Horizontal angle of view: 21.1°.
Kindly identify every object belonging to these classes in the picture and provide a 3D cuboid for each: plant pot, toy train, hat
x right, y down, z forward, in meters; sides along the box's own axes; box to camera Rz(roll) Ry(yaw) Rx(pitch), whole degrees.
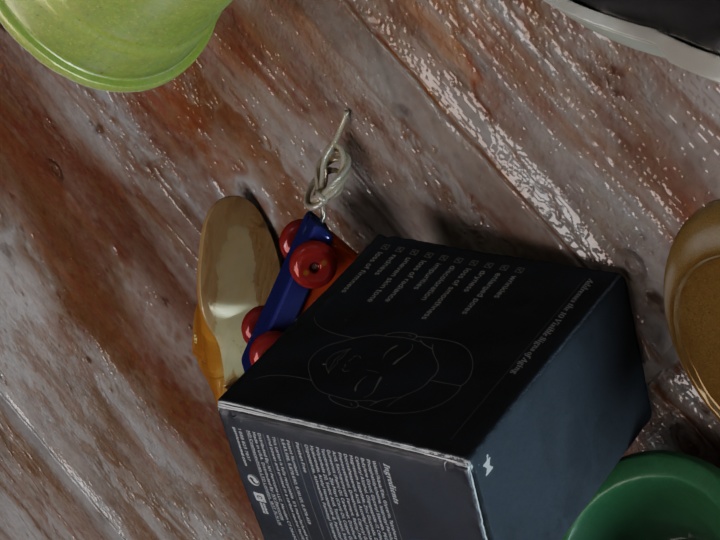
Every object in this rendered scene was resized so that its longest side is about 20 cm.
[{"bbox_3d":[-0.123,-0.239,1.230,0.184,0.200,0.201,-23,101,48],"label":"plant pot"},{"bbox_3d":[0.000,0.000,1.382,0.115,0.201,0.085,22,-170,-14],"label":"toy train"},{"bbox_3d":[0.252,0.050,1.130,0.200,0.027,0.201,35,145,29],"label":"plant pot"},{"bbox_3d":[0.229,0.218,1.285,0.199,0.167,0.175,-5,161,45],"label":"hat"}]

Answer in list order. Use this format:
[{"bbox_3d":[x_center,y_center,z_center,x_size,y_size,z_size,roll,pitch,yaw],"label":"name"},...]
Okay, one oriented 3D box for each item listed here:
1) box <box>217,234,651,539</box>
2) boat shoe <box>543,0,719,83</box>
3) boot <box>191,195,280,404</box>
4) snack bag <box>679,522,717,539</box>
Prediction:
[{"bbox_3d":[0.052,0.089,1.245,0.195,0.200,0.125,8,129,37],"label":"box"},{"bbox_3d":[0.164,-0.143,1.024,0.200,0.073,0.061,36,107,57],"label":"boat shoe"},{"bbox_3d":[-0.113,0.030,1.589,0.144,0.070,0.203,-153,54,-68],"label":"boot"},{"bbox_3d":[0.286,0.236,1.274,0.200,0.021,0.189,48,150,12],"label":"snack bag"}]
